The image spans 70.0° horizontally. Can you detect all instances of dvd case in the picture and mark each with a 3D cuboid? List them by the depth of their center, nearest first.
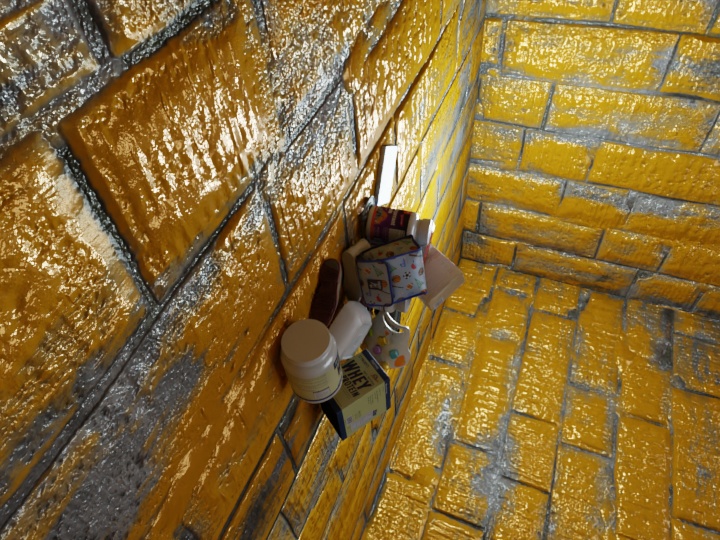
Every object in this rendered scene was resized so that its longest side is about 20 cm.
[{"bbox_3d":[0.086,-0.326,1.759,0.143,0.017,0.203,-34,134,-66],"label":"dvd case"},{"bbox_3d":[0.101,0.155,1.959,0.016,0.200,0.151,-9,122,-22],"label":"dvd case"}]

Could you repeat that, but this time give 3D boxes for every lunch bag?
[{"bbox_3d":[0.091,0.010,1.560,0.124,0.197,0.172,-116,-167,-60],"label":"lunch bag"}]

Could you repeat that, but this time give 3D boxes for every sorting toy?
[{"bbox_3d":[0.095,0.232,1.815,0.106,0.199,0.182,-27,148,-48],"label":"sorting toy"}]

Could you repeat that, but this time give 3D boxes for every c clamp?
[{"bbox_3d":[0.017,-0.135,1.673,0.171,0.027,0.202,-55,153,-50],"label":"c clamp"}]

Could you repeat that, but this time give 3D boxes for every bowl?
[{"bbox_3d":[-0.037,0.198,1.595,0.202,0.074,0.200,-60,164,1],"label":"bowl"}]

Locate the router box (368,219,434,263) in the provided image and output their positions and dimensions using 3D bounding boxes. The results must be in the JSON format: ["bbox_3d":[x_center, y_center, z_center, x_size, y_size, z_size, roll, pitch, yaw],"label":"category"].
[{"bbox_3d":[0.129,-0.091,1.716,0.049,0.197,0.182,55,51,-66],"label":"router box"}]

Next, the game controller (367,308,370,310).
[{"bbox_3d":[0.054,0.056,1.850,0.201,0.042,0.105,-54,140,-13],"label":"game controller"}]

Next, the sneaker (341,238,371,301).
[{"bbox_3d":[0.000,0.000,1.623,0.115,0.073,0.202,-42,143,-41],"label":"sneaker"}]

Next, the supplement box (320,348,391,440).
[{"bbox_3d":[-0.019,0.400,1.651,0.198,0.134,0.201,-29,143,-19],"label":"supplement box"}]

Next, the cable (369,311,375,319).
[{"bbox_3d":[0.085,0.244,1.917,0.050,0.200,0.098,-16,136,-38],"label":"cable"}]

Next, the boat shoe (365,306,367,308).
[{"bbox_3d":[-0.003,0.187,1.802,0.202,0.059,0.072,87,24,-47],"label":"boat shoe"}]

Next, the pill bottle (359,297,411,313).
[{"bbox_3d":[0.067,0.074,1.703,0.112,0.197,0.114,14,90,-73],"label":"pill bottle"}]

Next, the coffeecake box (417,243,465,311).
[{"bbox_3d":[0.225,0.011,1.724,0.153,0.200,0.073,-41,147,-5],"label":"coffeecake box"}]

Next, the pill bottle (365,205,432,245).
[{"bbox_3d":[0.124,-0.138,1.642,0.111,0.197,0.113,11,90,-78],"label":"pill bottle"}]

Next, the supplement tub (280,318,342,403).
[{"bbox_3d":[-0.124,0.232,1.311,0.201,0.143,0.146,83,27,-50],"label":"supplement tub"}]

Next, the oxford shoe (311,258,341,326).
[{"bbox_3d":[-0.086,0.070,1.439,0.075,0.069,0.203,21,85,-78],"label":"oxford shoe"}]
